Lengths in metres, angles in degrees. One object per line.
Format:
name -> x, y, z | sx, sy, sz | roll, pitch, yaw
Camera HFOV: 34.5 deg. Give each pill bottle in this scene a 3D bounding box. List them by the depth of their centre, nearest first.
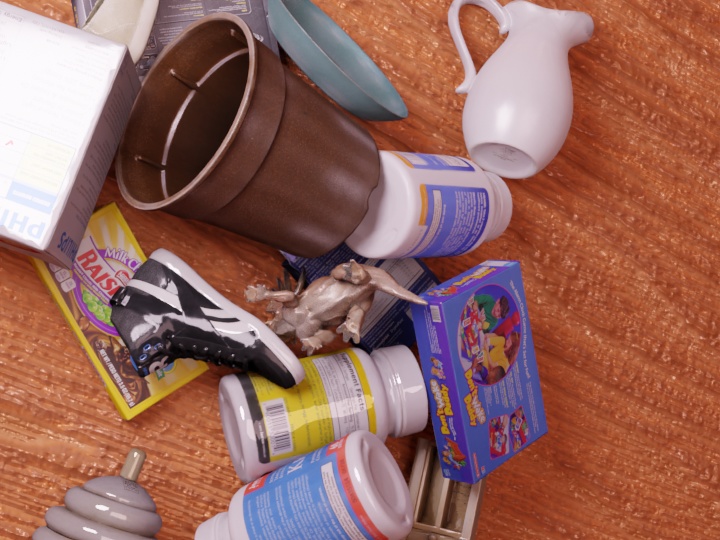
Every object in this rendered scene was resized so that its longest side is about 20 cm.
pill bottle -> -0.058, 0.244, 1.127 | 0.200, 0.112, 0.112 | -28, 101, 16
pill bottle -> -0.039, 0.144, 1.204 | 0.200, 0.114, 0.115 | -11, 92, -17
pill bottle -> 0.075, -0.069, 1.247 | 0.200, 0.112, 0.112 | -1, 88, -49

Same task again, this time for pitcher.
pitcher -> 0.165, -0.219, 1.326 | 0.171, 0.121, 0.200 | 18, 69, -1

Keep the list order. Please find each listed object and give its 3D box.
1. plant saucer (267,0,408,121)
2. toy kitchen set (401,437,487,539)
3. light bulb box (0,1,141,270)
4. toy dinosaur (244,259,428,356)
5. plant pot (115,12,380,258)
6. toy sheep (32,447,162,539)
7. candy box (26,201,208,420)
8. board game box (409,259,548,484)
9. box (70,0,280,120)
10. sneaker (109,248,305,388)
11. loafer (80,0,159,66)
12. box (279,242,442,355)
plant saucer -> -0.031, -0.221, 1.211 | 0.036, 0.200, 0.200 | -43, 107, 15
toy kitchen set -> 0.028, 0.260, 1.216 | 0.163, 0.200, 0.181 | 10, 82, 16
light bulb box -> -0.332, -0.130, 1.063 | 0.198, 0.125, 0.200 | 19, 80, 0
toy dinosaur -> -0.030, 0.029, 1.178 | 0.200, 0.136, 0.086 | -18, 94, 14
plant pot -> -0.098, -0.116, 1.131 | 0.198, 0.200, 0.201 | 26, 77, -40
toy sheep -> -0.251, 0.265, 1.107 | 0.138, 0.138, 0.200 | 19, 80, -21
candy box -> -0.246, 0.041, 1.177 | 0.102, 0.026, 0.200 | -33, 101, -25
board game box -> 0.128, 0.104, 1.224 | 0.134, 0.045, 0.200 | -24, 109, -41
box -> -0.187, -0.237, 1.201 | 0.200, 0.048, 0.159 | -13, 93, -23
sneaker -> -0.161, 0.079, 1.140 | 0.200, 0.073, 0.112 | 37, 71, 12
loafer -> -0.221, -0.296, 1.121 | 0.068, 0.076, 0.200 | 17, 81, -28
box -> 0.000, 0.000, 1.280 | 0.121, 0.032, 0.200 | -46, 107, -18
